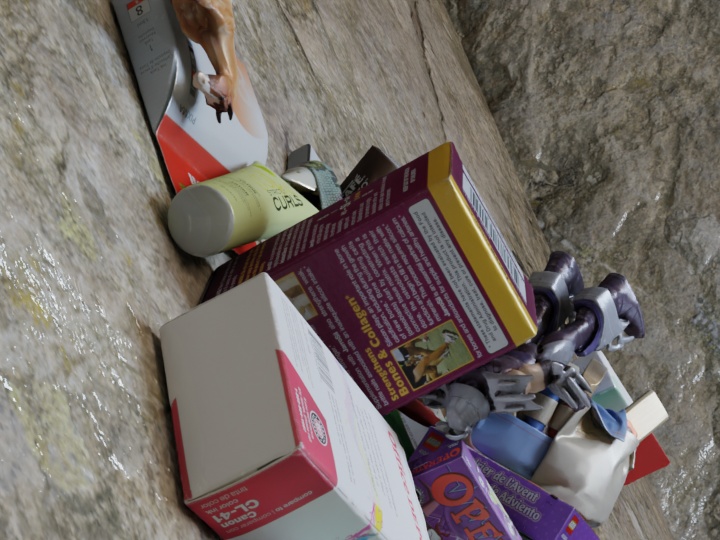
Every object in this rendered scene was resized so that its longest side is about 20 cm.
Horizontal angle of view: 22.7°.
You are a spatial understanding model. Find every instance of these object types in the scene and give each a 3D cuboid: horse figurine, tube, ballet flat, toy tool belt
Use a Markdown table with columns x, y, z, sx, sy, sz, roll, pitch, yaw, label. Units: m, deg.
| x | y | z | sx | sy | sz | roll | pitch | yaw | label |
| --- | --- | --- | --- | --- | --- | --- | --- | --- | --- |
| -0.129 | -0.223 | 1.344 | 0.133 | 0.050 | 0.201 | 50 | 20 | -43 | horse figurine |
| -0.082 | -0.050 | 1.321 | 0.200 | 0.052 | 0.059 | -24 | 104 | -71 | tube |
| -0.049 | -0.036 | 1.496 | 0.071 | 0.069 | 0.201 | 30 | 30 | -34 | ballet flat |
| 0.132 | 0.102 | 1.387 | 0.199 | 0.123 | 0.125 | 34 | -11 | -5 | toy tool belt |

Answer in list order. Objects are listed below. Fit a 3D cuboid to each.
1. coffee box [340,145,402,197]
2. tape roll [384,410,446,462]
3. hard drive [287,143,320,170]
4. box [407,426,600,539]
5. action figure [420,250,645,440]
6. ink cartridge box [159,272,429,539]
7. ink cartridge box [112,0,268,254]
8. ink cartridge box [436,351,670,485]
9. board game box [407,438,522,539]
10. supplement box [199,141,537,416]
| x | y | z | sx | sy | sz | roll | pitch | yaw | label |
| --- | --- | --- | --- | --- | --- | --- | --- | --- | --- |
| 0.038 | -0.009 | 1.506 | 0.080 | 0.113 | 0.200 | 35 | 7 | -32 | coffee box |
| 0.037 | 0.148 | 1.491 | 0.201 | 0.048 | 0.201 | 59 | 12 | -21 | tape roll |
| -0.010 | -0.010 | 1.682 | 0.201 | 0.027 | 0.132 | 59 | 12 | -21 | hard drive |
| 0.129 | 0.200 | 1.382 | 0.136 | 0.039 | 0.200 | 27 | -13 | 32 | box |
| 0.121 | 0.064 | 1.277 | 0.200 | 0.129 | 0.070 | -38 | 125 | -39 | action figure |
| -0.036 | 0.122 | 1.124 | 0.200 | 0.085 | 0.148 | 55 | 14 | -44 | ink cartridge box |
| -0.113 | -0.109 | 1.383 | 0.162 | 0.050 | 0.201 | 43 | 21 | -59 | ink cartridge box |
| 0.170 | 0.165 | 1.524 | 0.200 | 0.160 | 0.050 | 53 | 16 | -44 | ink cartridge box |
| 0.066 | 0.224 | 1.273 | 0.201 | 0.119 | 0.032 | 58 | 12 | -21 | board game box |
| 0.007 | 0.021 | 1.250 | 0.132 | 0.199 | 0.103 | 60 | 11 | -15 | supplement box |
